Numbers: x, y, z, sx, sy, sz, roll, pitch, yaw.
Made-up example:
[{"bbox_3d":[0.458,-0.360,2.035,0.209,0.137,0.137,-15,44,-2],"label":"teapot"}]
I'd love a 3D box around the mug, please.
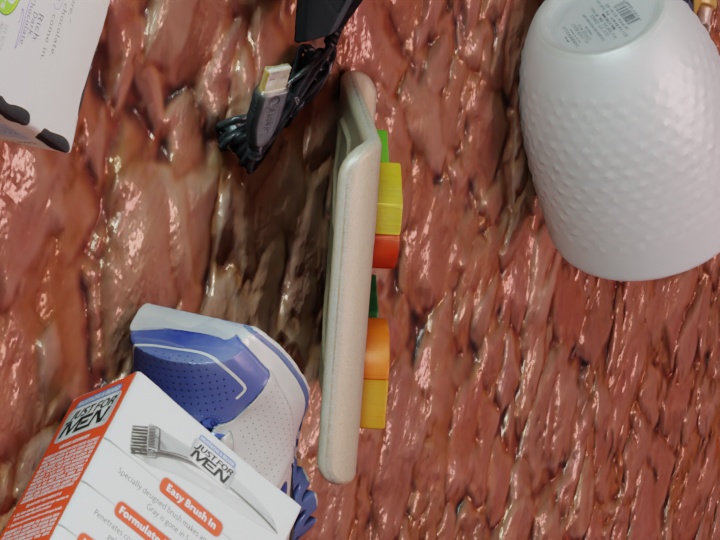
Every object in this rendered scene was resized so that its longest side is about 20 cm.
[{"bbox_3d":[0.174,-0.122,1.898,0.200,0.147,0.176,-101,173,-48],"label":"mug"}]

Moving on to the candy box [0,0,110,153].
[{"bbox_3d":[-0.160,-0.154,1.088,0.200,0.071,0.168,36,66,-66],"label":"candy box"}]

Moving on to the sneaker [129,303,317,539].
[{"bbox_3d":[-0.076,0.118,1.426,0.200,0.080,0.115,77,29,-49],"label":"sneaker"}]

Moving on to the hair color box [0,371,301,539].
[{"bbox_3d":[-0.118,0.161,1.295,0.111,0.064,0.200,42,54,-22],"label":"hair color box"}]

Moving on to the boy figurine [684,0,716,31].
[{"bbox_3d":[0.251,-0.225,2.128,0.201,0.064,0.124,-67,153,-22],"label":"boy figurine"}]

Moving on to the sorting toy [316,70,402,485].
[{"bbox_3d":[0.000,0.000,1.538,0.200,0.036,0.186,-91,-175,-74],"label":"sorting toy"}]

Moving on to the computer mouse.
[{"bbox_3d":[-0.024,-0.145,1.431,0.200,0.046,0.141,-62,176,39],"label":"computer mouse"}]
